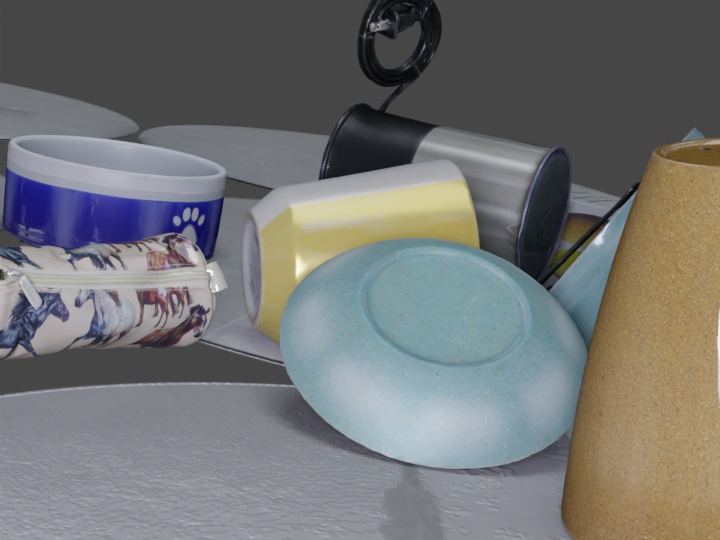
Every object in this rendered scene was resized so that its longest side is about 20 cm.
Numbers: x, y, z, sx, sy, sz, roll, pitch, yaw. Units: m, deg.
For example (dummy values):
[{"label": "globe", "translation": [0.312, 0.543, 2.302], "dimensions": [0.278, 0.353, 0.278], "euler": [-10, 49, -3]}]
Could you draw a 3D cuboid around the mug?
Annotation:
[{"label": "mug", "translation": [-0.002, -0.008, 1.057], "dimensions": [0.152, 0.151, 0.187], "euler": [-2, -8, -14]}]

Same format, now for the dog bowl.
[{"label": "dog bowl", "translation": [-0.224, -0.067, 1.342], "dimensions": [0.198, 0.080, 0.200], "euler": [9, 11, -2]}]

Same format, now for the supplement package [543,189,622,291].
[{"label": "supplement package", "translation": [0.245, 0.000, 1.306], "dimensions": [0.199, 0.115, 0.109], "euler": [16, 12, 37]}]

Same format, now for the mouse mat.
[{"label": "mouse mat", "translation": [0.155, -0.007, 1.126], "dimensions": [0.008, 0.200, 0.161], "euler": [46, 18, 6]}]

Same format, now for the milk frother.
[{"label": "milk frother", "translation": [0.080, -0.116, 1.224], "dimensions": [0.187, 0.201, 0.181], "euler": [14, 44, 23]}]

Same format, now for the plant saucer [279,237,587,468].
[{"label": "plant saucer", "translation": [0.050, 0.035, 0.915], "dimensions": [0.199, 0.039, 0.202], "euler": [6, 41, -5]}]

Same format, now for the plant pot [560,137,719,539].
[{"label": "plant pot", "translation": [0.199, 0.036, 0.772], "dimensions": [0.185, 0.202, 0.186], "euler": [-2, 13, 0]}]

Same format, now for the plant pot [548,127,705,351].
[{"label": "plant pot", "translation": [0.228, 0.015, 1.079], "dimensions": [0.134, 0.201, 0.200], "euler": [42, 17, 8]}]

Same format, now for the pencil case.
[{"label": "pencil case", "translation": [-0.183, 0.016, 0.948], "dimensions": [0.089, 0.079, 0.199], "euler": [-10, -5, 42]}]
